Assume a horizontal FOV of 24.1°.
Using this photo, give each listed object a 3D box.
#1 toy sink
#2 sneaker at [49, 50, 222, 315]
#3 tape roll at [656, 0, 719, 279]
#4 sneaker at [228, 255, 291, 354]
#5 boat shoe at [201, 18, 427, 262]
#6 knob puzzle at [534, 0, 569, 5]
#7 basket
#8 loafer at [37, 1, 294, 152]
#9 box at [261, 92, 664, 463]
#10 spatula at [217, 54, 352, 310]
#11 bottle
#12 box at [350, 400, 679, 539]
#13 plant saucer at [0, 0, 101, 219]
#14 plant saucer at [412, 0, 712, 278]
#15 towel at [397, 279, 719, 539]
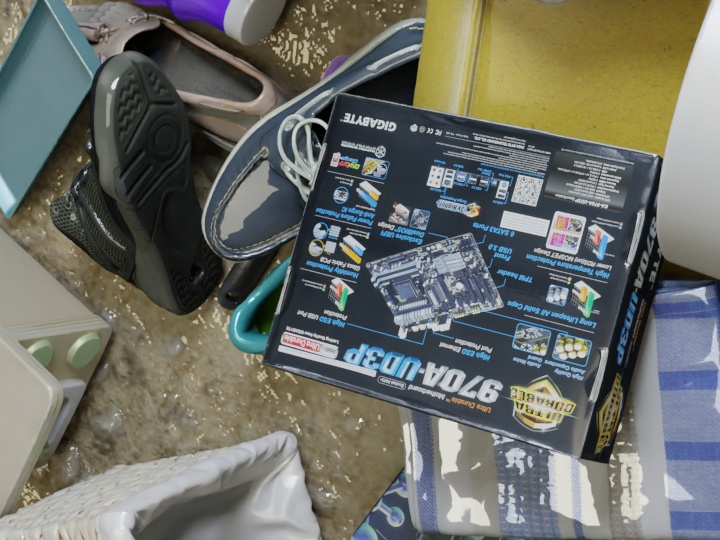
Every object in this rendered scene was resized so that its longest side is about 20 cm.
[{"bbox_3d":[-0.260,0.069,1.179,0.200,0.112,0.131,38,114,25],"label":"toy sink"},{"bbox_3d":[-0.161,-0.064,1.096,0.114,0.076,0.200,23,146,28],"label":"sneaker"},{"bbox_3d":[0.250,-0.077,0.845,0.139,0.202,0.204,21,107,22],"label":"tape roll"},{"bbox_3d":[0.000,0.000,1.055,0.200,0.080,0.078,-36,83,26],"label":"sneaker"},{"bbox_3d":[-0.017,-0.073,1.028,0.200,0.062,0.075,-37,107,6],"label":"boat shoe"},{"bbox_3d":[0.122,-0.213,0.923,0.218,0.031,0.221,-10,51,12],"label":"knob puzzle"},{"bbox_3d":[-0.130,0.230,1.098,0.160,0.198,0.201,-13,93,32],"label":"basket"},{"bbox_3d":[-0.129,-0.137,1.098,0.199,0.063,0.072,24,74,18],"label":"loafer"},{"bbox_3d":[0.057,0.000,0.903,0.199,0.046,0.160,14,87,29],"label":"box"},{"bbox_3d":[-0.041,-0.048,1.098,0.056,0.021,0.200,27,120,-14],"label":"spatula"},{"bbox_3d":[-0.137,-0.217,1.093,0.200,0.065,0.084,36,139,17],"label":"bottle"},{"bbox_3d":[0.118,0.127,1.000,0.148,0.107,0.200,42,115,15],"label":"box"},{"bbox_3d":[-0.223,-0.109,1.143,0.070,0.019,0.200,58,142,8],"label":"plant saucer"},{"bbox_3d":[0.128,-0.103,0.955,0.199,0.048,0.201,9,102,7],"label":"plant saucer"},{"bbox_3d":[0.109,0.078,0.923,0.199,0.024,0.148,-2,98,27],"label":"towel"}]
